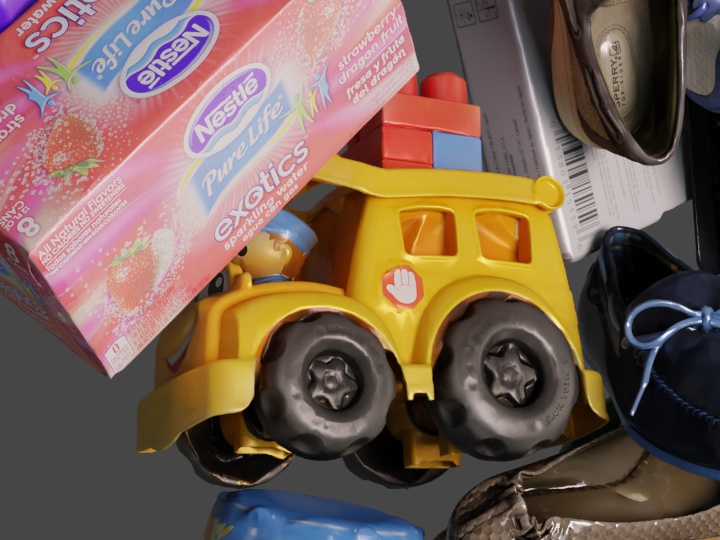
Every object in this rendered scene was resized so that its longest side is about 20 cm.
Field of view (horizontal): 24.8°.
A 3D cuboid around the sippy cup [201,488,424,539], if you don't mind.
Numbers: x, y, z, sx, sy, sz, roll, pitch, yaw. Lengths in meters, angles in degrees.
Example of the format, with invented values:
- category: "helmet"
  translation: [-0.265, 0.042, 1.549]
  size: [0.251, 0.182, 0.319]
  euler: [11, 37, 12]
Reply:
- category: "sippy cup"
  translation: [-0.028, 0.169, 0.726]
  size: [0.177, 0.139, 0.131]
  euler: [11, 87, -34]

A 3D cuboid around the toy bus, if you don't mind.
- category: "toy bus"
  translation: [0.000, 0.000, 0.754]
  size: [0.199, 0.136, 0.193]
  euler: [2, 77, -26]

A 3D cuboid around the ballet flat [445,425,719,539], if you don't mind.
- category: "ballet flat"
  translation: [0.128, 0.092, 0.738]
  size: [0.199, 0.046, 0.068]
  euler: [-15, 54, -21]

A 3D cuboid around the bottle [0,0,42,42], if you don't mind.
- category: "bottle"
  translation: [-0.202, -0.097, 0.670]
  size: [0.199, 0.065, 0.084]
  euler: [-25, 100, -26]

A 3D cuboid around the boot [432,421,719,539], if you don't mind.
- category: "boot"
  translation: [0.134, 0.103, 0.808]
  size: [0.200, 0.071, 0.145]
  euler: [5, 50, 2]

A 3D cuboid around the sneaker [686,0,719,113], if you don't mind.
- category: "sneaker"
  translation: [0.139, -0.169, 0.810]
  size: [0.088, 0.075, 0.201]
  euler: [-20, 91, -38]

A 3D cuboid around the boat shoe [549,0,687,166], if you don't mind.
- category: "boat shoe"
  translation: [0.118, -0.140, 0.739]
  size: [0.073, 0.065, 0.201]
  euler: [-28, 124, -16]

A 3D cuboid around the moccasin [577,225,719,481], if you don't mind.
- category: "moccasin"
  translation: [0.139, 0.032, 0.733]
  size: [0.080, 0.200, 0.069]
  euler: [-8, 109, -16]

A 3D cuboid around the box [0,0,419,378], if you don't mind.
- category: "box"
  translation: [-0.081, -0.070, 0.684]
  size: [0.200, 0.102, 0.095]
  euler: [-46, 148, -17]

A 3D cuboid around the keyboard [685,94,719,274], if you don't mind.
- category: "keyboard"
  translation: [0.217, -0.102, 0.895]
  size: [0.104, 0.039, 0.201]
  euler: [-10, 98, -47]

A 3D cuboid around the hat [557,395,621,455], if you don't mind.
- category: "hat"
  translation: [0.176, 0.177, 0.896]
  size: [0.200, 0.166, 0.176]
  euler: [-38, 150, -20]

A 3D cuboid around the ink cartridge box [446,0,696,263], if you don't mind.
- category: "ink cartridge box"
  translation: [0.120, -0.121, 0.857]
  size: [0.173, 0.043, 0.201]
  euler: [-23, 102, -47]
